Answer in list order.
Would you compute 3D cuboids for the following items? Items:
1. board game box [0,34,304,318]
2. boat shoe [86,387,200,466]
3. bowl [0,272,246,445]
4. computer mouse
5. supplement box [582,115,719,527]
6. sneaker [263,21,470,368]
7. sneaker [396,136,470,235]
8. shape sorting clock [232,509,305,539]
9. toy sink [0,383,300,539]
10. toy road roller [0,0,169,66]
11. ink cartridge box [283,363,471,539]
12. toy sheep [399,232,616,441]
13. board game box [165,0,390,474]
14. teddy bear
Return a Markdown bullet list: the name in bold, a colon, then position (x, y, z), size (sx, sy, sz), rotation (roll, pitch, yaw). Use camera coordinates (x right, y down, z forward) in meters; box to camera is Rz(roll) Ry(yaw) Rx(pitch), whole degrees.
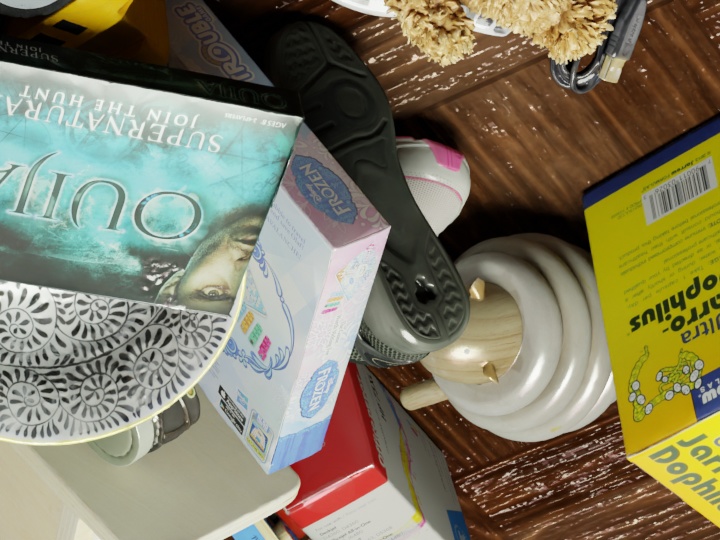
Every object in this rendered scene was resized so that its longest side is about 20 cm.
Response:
- **board game box**: position (-0.143, -0.049, 1.522), size (0.199, 0.028, 0.136), rotation (10, 125, -18)
- **boat shoe**: position (-0.167, 0.017, 1.724), size (0.060, 0.202, 0.072), rotation (-26, 170, -39)
- **bowl**: position (-0.167, -0.015, 1.619), size (0.200, 0.094, 0.202), rotation (-6, 120, -10)
- **computer mouse**: position (0.062, -0.167, 1.604), size (0.199, 0.044, 0.110), rotation (13, 110, -14)
- **supplement box**: position (0.214, 0.030, 1.749), size (0.109, 0.201, 0.109), rotation (-30, 135, 26)
- **sneaker**: position (-0.018, -0.035, 1.673), size (0.076, 0.200, 0.114), rotation (-22, 175, -35)
- **sneaker**: position (0.000, 0.000, 1.772), size (0.081, 0.089, 0.200), rotation (18, 135, -27)
- **shape sorting clock**: position (-0.049, 0.167, 1.895), size (0.039, 0.200, 0.200), rotation (-36, 136, 3)
- **toy sink**: position (-0.151, 0.124, 1.780), size (0.130, 0.200, 0.112), rotation (-25, 145, -38)
- **toy road roller**: position (-0.188, -0.141, 1.549), size (0.200, 0.123, 0.146), rotation (-28, 137, 24)
- **ink cartridge box**: position (-0.004, 0.124, 1.896), size (0.067, 0.116, 0.200), rotation (-28, 137, 12)
- **toy sheep**: position (0.103, 0.041, 1.810), size (0.138, 0.138, 0.200), rotation (-38, 160, 33)
- **board game box**: position (-0.073, -0.023, 1.655), size (0.043, 0.200, 0.199), rotation (-23, 150, -29)
- **teddy bear**: position (0.054, -0.178, 1.538), size (0.200, 0.067, 0.145), rotation (35, 99, -20)
